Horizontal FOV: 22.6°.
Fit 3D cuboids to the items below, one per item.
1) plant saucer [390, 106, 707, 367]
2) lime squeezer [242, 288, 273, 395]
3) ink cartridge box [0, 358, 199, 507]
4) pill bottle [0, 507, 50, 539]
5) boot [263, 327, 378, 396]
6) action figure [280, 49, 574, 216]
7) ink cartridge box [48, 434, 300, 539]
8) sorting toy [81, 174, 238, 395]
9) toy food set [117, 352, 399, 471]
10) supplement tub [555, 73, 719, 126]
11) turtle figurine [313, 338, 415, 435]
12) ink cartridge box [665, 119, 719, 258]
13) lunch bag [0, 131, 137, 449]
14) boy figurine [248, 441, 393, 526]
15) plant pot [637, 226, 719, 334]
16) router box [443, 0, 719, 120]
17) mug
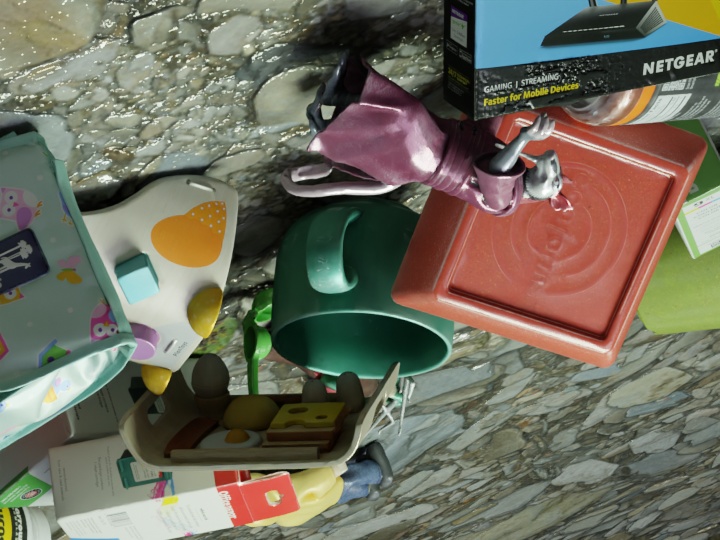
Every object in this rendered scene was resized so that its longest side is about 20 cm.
[{"bbox_3d":[0.149,-0.033,1.372,0.198,0.037,0.201,17,105,-18],"label":"plant saucer"},{"bbox_3d":[-0.075,0.061,1.579,0.038,0.071,0.201,-31,-159,45],"label":"lime squeezer"},{"bbox_3d":[-0.233,0.147,1.640,0.199,0.084,0.146,5,145,-47],"label":"ink cartridge box"},{"bbox_3d":[-0.381,0.249,1.696,0.112,0.113,0.200,-29,158,17],"label":"pill bottle"},{"bbox_3d":[-0.035,0.082,1.738,0.165,0.073,0.200,9,145,-33],"label":"boot"},{"bbox_3d":[0.058,-0.077,1.262,0.150,0.198,0.134,-63,-171,16],"label":"action figure"},{"bbox_3d":[-0.158,0.182,1.551,0.198,0.068,0.116,-11,156,-1],"label":"ink cartridge box"},{"bbox_3d":[-0.211,0.011,1.370,0.178,0.108,0.200,12,145,-23],"label":"sorting toy"},{"bbox_3d":[-0.077,0.104,1.437,0.198,0.061,0.144,-3,-165,14],"label":"toy food set"},{"bbox_3d":[0.209,-0.162,1.325,0.198,0.108,0.107,-6,153,-33],"label":"supplement tub"},{"bbox_3d":[0.022,0.064,1.600,0.201,0.100,0.150,-58,-179,-5],"label":"turtle figurine"},{"bbox_3d":[0.278,-0.093,1.551,0.059,0.105,0.200,-26,158,10],"label":"ink cartridge box"},{"bbox_3d":[-0.255,0.024,1.219,0.199,0.172,0.122,-33,163,25],"label":"lunch bag"},{"bbox_3d":[-0.064,0.255,2.082,0.198,0.065,0.125,-9,155,-29],"label":"boy figurine"},{"bbox_3d":[0.350,-0.022,1.715,0.188,0.202,0.200,-15,161,19],"label":"plant pot"},{"bbox_3d":[0.149,-0.190,1.173,0.198,0.051,0.151,-13,118,-23],"label":"router box"},{"bbox_3d":[0.008,0.004,1.464,0.150,0.116,0.185,11,156,-15],"label":"mug"}]
